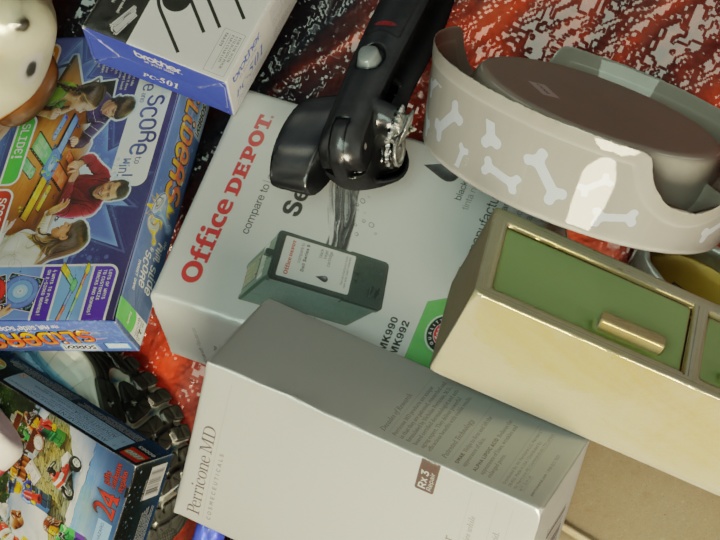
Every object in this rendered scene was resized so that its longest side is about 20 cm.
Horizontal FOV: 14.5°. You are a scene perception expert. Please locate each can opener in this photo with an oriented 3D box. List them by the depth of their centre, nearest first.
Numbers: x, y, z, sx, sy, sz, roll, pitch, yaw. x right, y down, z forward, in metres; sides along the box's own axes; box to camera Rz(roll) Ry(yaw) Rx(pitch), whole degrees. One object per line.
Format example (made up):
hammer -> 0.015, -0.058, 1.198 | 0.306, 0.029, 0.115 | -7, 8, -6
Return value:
can opener -> 0.013, -0.118, 1.595 | 0.079, 0.063, 0.200 | 16, 51, 14

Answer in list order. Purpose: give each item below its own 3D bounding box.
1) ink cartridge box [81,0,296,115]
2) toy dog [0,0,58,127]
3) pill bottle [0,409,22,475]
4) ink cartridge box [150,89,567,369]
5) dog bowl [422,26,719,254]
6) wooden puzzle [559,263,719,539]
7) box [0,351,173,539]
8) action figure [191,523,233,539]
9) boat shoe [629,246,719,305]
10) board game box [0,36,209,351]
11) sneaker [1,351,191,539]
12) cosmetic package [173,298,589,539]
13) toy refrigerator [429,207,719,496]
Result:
ink cartridge box -> -0.072, -0.196, 1.642 | 0.094, 0.044, 0.200 | 22, 69, 13
toy dog -> -0.239, -0.179, 1.646 | 0.194, 0.140, 0.200 | -35, 55, 27
pill bottle -> -0.295, 0.126, 1.572 | 0.200, 0.111, 0.111 | -41, 80, -1
ink cartridge box -> 0.000, 0.000, 1.611 | 0.200, 0.084, 0.146 | 17, 68, 14
dog bowl -> 0.125, -0.071, 1.560 | 0.200, 0.200, 0.059 | 23, 107, 13
wooden puzzle -> 0.182, 0.115, 1.591 | 0.185, 0.037, 0.200 | 31, 69, 12
box -> -0.197, 0.164, 1.654 | 0.137, 0.038, 0.200 | 29, 113, 25
action figure -> -0.080, 0.180, 1.641 | 0.065, 0.099, 0.200 | 21, 96, -17
boat shoe -> 0.236, 0.041, 1.566 | 0.200, 0.070, 0.071 | 36, 70, 14
board game box -> -0.168, -0.047, 1.640 | 0.135, 0.034, 0.200 | 0, 58, 25
sneaker -> -0.172, 0.085, 1.691 | 0.090, 0.078, 0.200 | -38, 77, 29
cosmetic package -> 0.010, 0.110, 1.522 | 0.200, 0.081, 0.113 | 21, 124, 13
toy refrigerator -> 0.145, 0.046, 1.503 | 0.200, 0.076, 0.070 | 24, 130, -5
